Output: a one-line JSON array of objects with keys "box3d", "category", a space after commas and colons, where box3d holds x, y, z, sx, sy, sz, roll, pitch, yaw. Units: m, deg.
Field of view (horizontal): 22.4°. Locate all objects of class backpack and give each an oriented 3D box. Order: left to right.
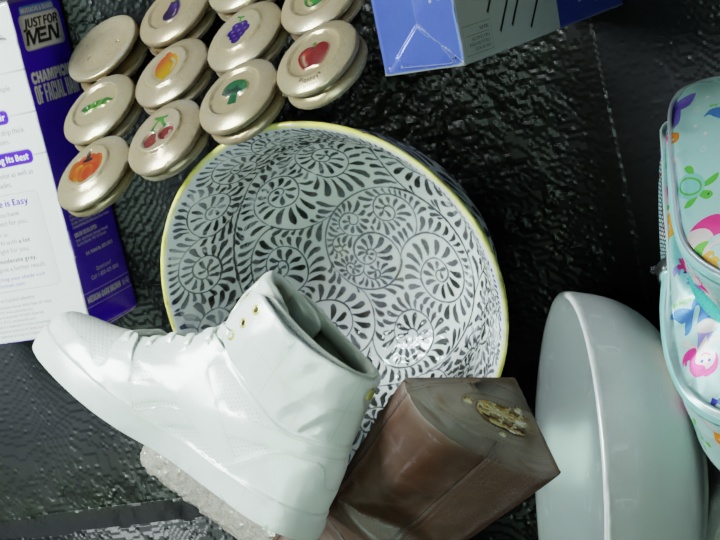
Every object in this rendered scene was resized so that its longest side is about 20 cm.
[{"box3d": [0.223, 0.002, 0.844, 0.177, 0.151, 0.200, -6, 57, 20], "category": "backpack"}]

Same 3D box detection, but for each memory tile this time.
[{"box3d": [-0.083, -0.117, 0.993, 0.200, 0.153, 0.017, -24, 132, 24], "category": "memory tile"}]

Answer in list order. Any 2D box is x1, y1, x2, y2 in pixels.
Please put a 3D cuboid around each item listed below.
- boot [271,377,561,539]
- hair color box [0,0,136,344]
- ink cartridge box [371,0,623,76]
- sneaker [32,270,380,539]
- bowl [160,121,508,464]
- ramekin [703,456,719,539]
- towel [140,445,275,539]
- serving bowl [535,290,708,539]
[{"box3d": [0.063, 0.145, 0.982, 0.186, 0.064, 0.200, 26, 130, -16], "category": "boot"}, {"box3d": [-0.217, -0.058, 1.097, 0.109, 0.065, 0.200, -8, 103, 24], "category": "hair color box"}, {"box3d": [0.067, -0.158, 0.881, 0.044, 0.200, 0.094, -5, 103, 30], "category": "ink cartridge box"}, {"box3d": [-0.078, 0.044, 0.969, 0.200, 0.074, 0.116, 30, 103, 24], "category": "sneaker"}, {"box3d": [0.000, 0.000, 1.004, 0.201, 0.094, 0.201, 9, 115, 21], "category": "bowl"}, {"box3d": [0.268, 0.144, 0.938, 0.200, 0.105, 0.200, 6, 106, 20], "category": "ramekin"}, {"box3d": [-0.031, 0.121, 1.088, 0.200, 0.034, 0.133, 34, 113, 10], "category": "towel"}, {"box3d": [0.138, 0.110, 0.944, 0.066, 0.200, 0.200, 0, 105, -3], "category": "serving bowl"}]
